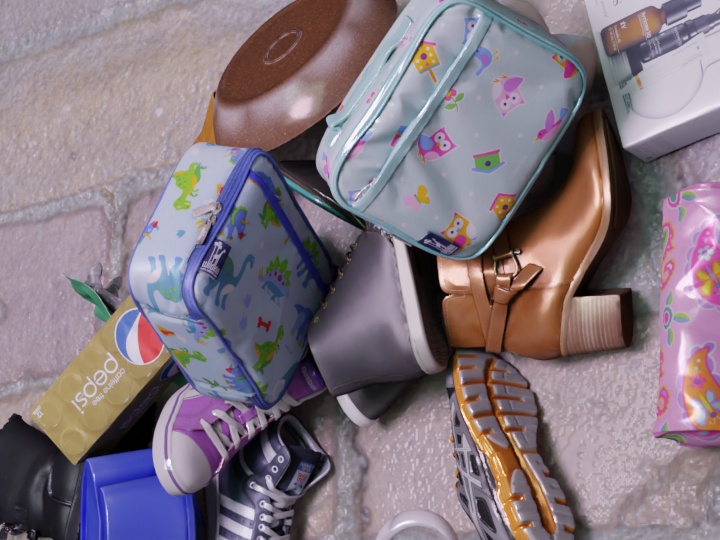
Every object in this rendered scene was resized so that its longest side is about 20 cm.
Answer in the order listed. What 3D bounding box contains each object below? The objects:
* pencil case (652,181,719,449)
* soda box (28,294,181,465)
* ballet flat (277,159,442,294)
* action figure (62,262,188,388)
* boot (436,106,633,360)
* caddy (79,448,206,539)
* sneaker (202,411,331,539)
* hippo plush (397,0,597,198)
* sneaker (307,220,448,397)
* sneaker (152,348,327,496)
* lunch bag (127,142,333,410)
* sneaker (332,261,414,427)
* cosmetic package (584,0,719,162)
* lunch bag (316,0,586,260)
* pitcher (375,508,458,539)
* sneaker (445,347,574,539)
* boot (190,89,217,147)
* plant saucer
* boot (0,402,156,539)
[{"bbox_3d":[0.266,0.033,1.312,0.087,0.087,0.201,-4,76,34],"label":"pencil case"},{"bbox_3d":[-0.202,0.079,1.542,0.068,0.064,0.200,46,108,12],"label":"soda box"},{"bbox_3d":[0.013,-0.054,1.522,0.200,0.068,0.069,40,93,24],"label":"ballet flat"},{"bbox_3d":[-0.181,0.068,1.614,0.200,0.118,0.055,38,89,26],"label":"action figure"},{"bbox_3d":[0.139,-0.028,1.404,0.154,0.077,0.201,-1,95,22],"label":"boot"},{"bbox_3d":[-0.186,0.250,1.536,0.141,0.104,0.201,-137,48,-65],"label":"caddy"},{"bbox_3d":[-0.077,0.220,1.513,0.108,0.070,0.201,-25,63,30],"label":"sneaker"},{"bbox_3d":[0.095,-0.151,1.460,0.200,0.159,0.161,-37,29,6],"label":"hippo plush"},{"bbox_3d":[0.000,0.000,1.434,0.106,0.075,0.201,-17,67,18],"label":"sneaker"},{"bbox_3d":[-0.094,0.111,1.482,0.114,0.073,0.201,-14,27,36],"label":"sneaker"},{"bbox_3d":[-0.099,0.002,1.403,0.082,0.200,0.161,9,58,27],"label":"lunch bag"},{"bbox_3d":[0.002,0.026,1.508,0.099,0.071,0.201,-34,66,20],"label":"sneaker"},{"bbox_3d":[0.261,-0.208,1.389,0.150,0.052,0.201,-22,67,26],"label":"cosmetic package"},{"bbox_3d":[0.064,-0.112,1.330,0.201,0.160,0.077,-57,28,14],"label":"lunch bag"},{"bbox_3d":[0.032,0.295,1.372,0.200,0.121,0.172,-39,95,18],"label":"pitcher"},{"bbox_3d":[0.104,0.152,1.403,0.077,0.078,0.201,-46,48,42],"label":"sneaker"},{"bbox_3d":[-0.107,-0.060,1.570,0.201,0.070,0.145,54,138,38],"label":"boot"},{"bbox_3d":[-0.057,-0.181,1.486,0.200,0.037,0.201,-31,30,20],"label":"plant saucer"},{"bbox_3d":[-0.290,0.176,1.675,0.162,0.073,0.199,15,88,40],"label":"boot"}]
